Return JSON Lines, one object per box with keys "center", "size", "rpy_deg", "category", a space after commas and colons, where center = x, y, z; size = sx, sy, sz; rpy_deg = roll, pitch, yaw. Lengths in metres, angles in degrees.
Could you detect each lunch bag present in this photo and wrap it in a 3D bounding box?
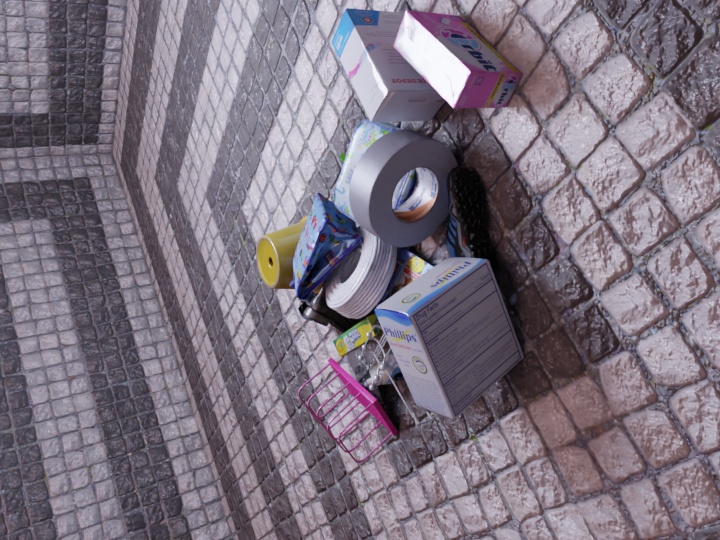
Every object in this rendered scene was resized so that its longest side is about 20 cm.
{"center": [-0.098, -0.040, 1.286], "size": [0.200, 0.094, 0.151], "rpy_deg": [-55, 24, 19], "category": "lunch bag"}
{"center": [0.043, -0.181, 1.179], "size": [0.161, 0.082, 0.200], "rpy_deg": [32, 114, 29], "category": "lunch bag"}

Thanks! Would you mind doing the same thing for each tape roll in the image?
{"center": [0.080, -0.145, 1.070], "size": [0.066, 0.200, 0.201], "rpy_deg": [39, 130, 47], "category": "tape roll"}

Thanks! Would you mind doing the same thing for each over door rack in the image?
{"center": [0.070, 0.217, 1.181], "size": [0.200, 0.067, 0.148], "rpy_deg": [48, 157, 15], "category": "over door rack"}

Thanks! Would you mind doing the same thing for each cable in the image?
{"center": [0.000, 0.000, 1.243], "size": [0.200, 0.069, 0.200], "rpy_deg": [-63, 22, -1], "category": "cable"}

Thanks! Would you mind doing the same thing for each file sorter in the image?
{"center": [-0.037, 0.333, 1.416], "size": [0.200, 0.125, 0.139], "rpy_deg": [33, 158, 49], "category": "file sorter"}

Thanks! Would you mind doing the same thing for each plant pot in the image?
{"center": [-0.143, -0.033, 1.468], "size": [0.201, 0.189, 0.201], "rpy_deg": [23, 119, 52], "category": "plant pot"}

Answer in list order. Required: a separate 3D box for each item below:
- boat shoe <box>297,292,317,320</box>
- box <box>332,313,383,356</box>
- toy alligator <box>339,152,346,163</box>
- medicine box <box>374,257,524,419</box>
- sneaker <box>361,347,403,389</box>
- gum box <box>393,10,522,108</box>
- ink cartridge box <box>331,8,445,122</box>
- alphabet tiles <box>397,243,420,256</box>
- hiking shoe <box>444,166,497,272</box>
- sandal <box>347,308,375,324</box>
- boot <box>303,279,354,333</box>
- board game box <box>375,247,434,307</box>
{"center": [-0.136, 0.074, 1.579], "size": [0.200, 0.091, 0.071], "rpy_deg": [24, 119, 53], "category": "boat shoe"}
{"center": [0.032, 0.124, 1.301], "size": [0.200, 0.117, 0.048], "rpy_deg": [-37, 77, 54], "category": "box"}
{"center": [0.028, -0.198, 1.283], "size": [0.054, 0.059, 0.200], "rpy_deg": [-41, 63, 5], "category": "toy alligator"}
{"center": [0.151, 0.107, 0.999], "size": [0.103, 0.182, 0.200], "rpy_deg": [3, 121, 58], "category": "medicine box"}
{"center": [0.055, 0.233, 1.354], "size": [0.072, 0.072, 0.200], "rpy_deg": [31, 151, -2], "category": "sneaker"}
{"center": [0.152, -0.347, 0.976], "size": [0.200, 0.113, 0.066], "rpy_deg": [57, 141, 31], "category": "gum box"}
{"center": [0.054, -0.371, 1.094], "size": [0.085, 0.144, 0.200], "rpy_deg": [-52, 55, 50], "category": "ink cartridge box"}
{"center": [0.074, -0.044, 1.292], "size": [0.167, 0.008, 0.201], "rpy_deg": [27, 121, 52], "category": "alphabet tiles"}
{"center": [0.174, -0.080, 1.057], "size": [0.087, 0.074, 0.201], "rpy_deg": [-9, 91, 57], "category": "hiking shoe"}
{"center": [0.024, 0.058, 1.330], "size": [0.200, 0.075, 0.048], "rpy_deg": [-47, 38, 49], "category": "sandal"}
{"center": [-0.036, 0.051, 1.405], "size": [0.069, 0.200, 0.174], "rpy_deg": [29, 92, 34], "category": "boot"}
{"center": [0.114, 0.052, 1.163], "size": [0.200, 0.034, 0.136], "rpy_deg": [37, 99, 46], "category": "board game box"}
